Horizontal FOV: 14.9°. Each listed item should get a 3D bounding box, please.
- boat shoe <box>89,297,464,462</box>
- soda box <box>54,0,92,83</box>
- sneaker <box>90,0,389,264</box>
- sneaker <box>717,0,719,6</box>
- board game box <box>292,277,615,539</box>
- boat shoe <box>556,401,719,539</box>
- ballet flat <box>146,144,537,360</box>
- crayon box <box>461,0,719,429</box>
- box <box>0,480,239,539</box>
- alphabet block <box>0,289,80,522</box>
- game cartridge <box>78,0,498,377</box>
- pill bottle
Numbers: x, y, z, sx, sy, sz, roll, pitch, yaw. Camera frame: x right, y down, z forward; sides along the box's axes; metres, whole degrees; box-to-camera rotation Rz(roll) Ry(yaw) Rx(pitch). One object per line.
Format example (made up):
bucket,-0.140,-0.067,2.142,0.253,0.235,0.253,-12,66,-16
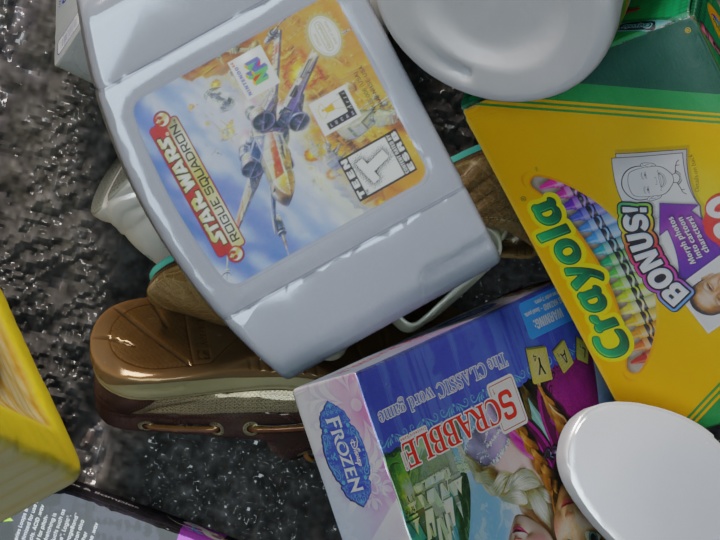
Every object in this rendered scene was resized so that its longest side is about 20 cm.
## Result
boat shoe,-0.033,0.055,1.349,0.199,0.072,0.072,-2,136,-8
soda box,-0.067,-0.169,1.285,0.068,0.064,0.200,25,122,-23
sneaker,-0.037,-0.076,1.341,0.200,0.070,0.080,-43,106,9
sneaker,0.197,-0.111,1.319,0.199,0.074,0.081,25,86,-4
board game box,0.070,0.120,1.279,0.041,0.200,0.200,-16,94,38
boat shoe,0.170,0.126,1.314,0.199,0.068,0.072,27,75,-17
ballet flat,0.000,0.000,1.314,0.199,0.068,0.073,-19,76,-17
crayon box,0.145,-0.026,1.285,0.118,0.058,0.201,-21,112,22
box,-0.174,0.171,1.378,0.199,0.036,0.144,20,94,1
alphabet block,-0.278,0.046,1.277,0.199,0.195,0.197,-29,74,7
game cartridge,-0.039,-0.059,1.239,0.133,0.042,0.201,-30,102,-6
pill bottle,0.086,-0.177,1.248,0.110,0.200,0.111,12,133,14
